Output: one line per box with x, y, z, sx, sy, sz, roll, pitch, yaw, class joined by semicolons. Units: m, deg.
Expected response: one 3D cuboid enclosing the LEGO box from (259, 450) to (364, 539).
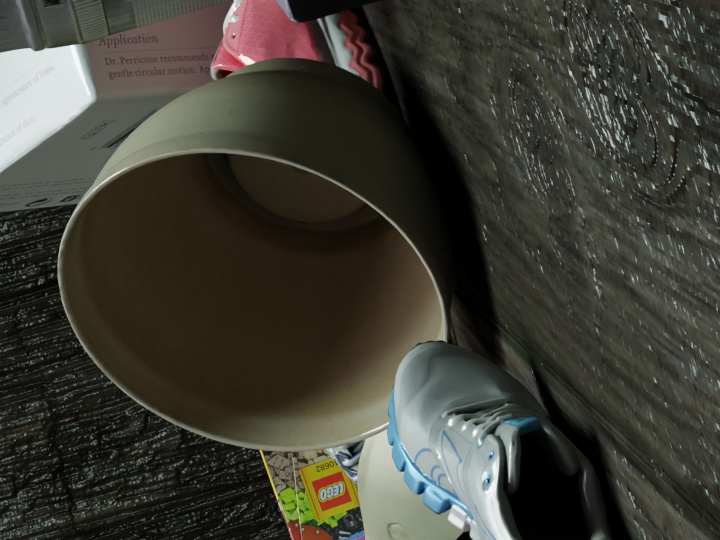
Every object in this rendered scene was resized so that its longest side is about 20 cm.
-0.022;0.112;1.932;0.200;0.077;0.149;5;-115;-86;LEGO box

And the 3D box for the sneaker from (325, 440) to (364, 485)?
0.014;0.095;1.649;0.200;0.077;0.085;44;-172;-49;sneaker

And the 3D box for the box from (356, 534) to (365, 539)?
0.033;0.276;1.754;0.176;0.097;0.200;55;169;20;box

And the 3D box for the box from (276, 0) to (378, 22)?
-0.006;-0.191;0.820;0.132;0.115;0.200;-124;18;-71;box

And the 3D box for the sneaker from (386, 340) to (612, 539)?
0.069;0.084;1.221;0.200;0.075;0.087;-122;23;-46;sneaker

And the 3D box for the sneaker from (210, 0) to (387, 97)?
-0.047;-0.139;1.548;0.074;0.087;0.200;82;169;-54;sneaker

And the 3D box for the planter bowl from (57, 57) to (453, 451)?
-0.041;-0.024;1.438;0.135;0.200;0.200;-72;-24;-48;planter bowl

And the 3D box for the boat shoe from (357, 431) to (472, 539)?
0.043;0.135;1.552;0.074;0.063;0.201;23;128;28;boat shoe

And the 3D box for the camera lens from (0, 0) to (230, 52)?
-0.115;-0.206;1.423;0.160;0.200;0.160;163;90;-85;camera lens

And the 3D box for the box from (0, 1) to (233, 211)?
-0.157;-0.130;1.719;0.200;0.199;0.131;-30;73;45;box
